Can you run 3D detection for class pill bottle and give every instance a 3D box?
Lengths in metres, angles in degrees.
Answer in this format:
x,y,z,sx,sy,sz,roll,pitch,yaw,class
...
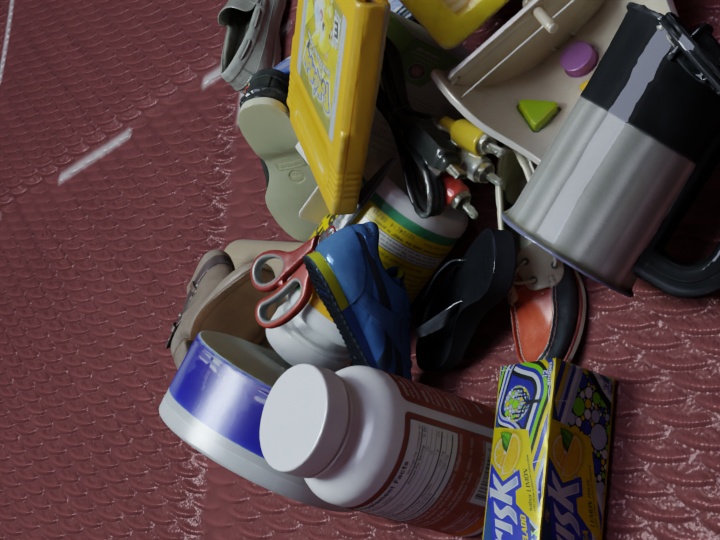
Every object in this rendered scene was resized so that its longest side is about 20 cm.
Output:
x,y,z,sx,sy,sz,roll,pitch,yaw,class
0.023,0.140,1.151,0.112,0.200,0.113,-28,52,42,pill bottle
0.000,0.000,1.326,0.200,0.113,0.113,-54,38,21,pill bottle

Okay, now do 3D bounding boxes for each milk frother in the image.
x,y,z,sx,sy,sz,roll,pitch,yaw,class
0.197,-0.082,1.018,0.180,0.200,0.188,36,101,35,milk frother

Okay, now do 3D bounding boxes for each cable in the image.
x,y,z,sx,sy,sz,roll,pitch,yaw,class
0.051,-0.122,1.249,0.200,0.050,0.097,55,134,37,cable

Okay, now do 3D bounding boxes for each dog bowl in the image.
x,y,z,sx,sy,sz,roll,pitch,yaw,class
-0.073,0.132,1.282,0.200,0.200,0.079,32,97,54,dog bowl

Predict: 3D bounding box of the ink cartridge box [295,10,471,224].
x,y,z,sx,sy,sz,roll,pitch,yaw,class
0.022,-0.131,1.358,0.200,0.117,0.067,-55,41,18,ink cartridge box

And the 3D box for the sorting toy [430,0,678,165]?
x,y,z,sx,sy,sz,roll,pitch,yaw,class
0.192,-0.149,1.170,0.200,0.107,0.180,-40,59,14,sorting toy

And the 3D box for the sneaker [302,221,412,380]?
x,y,z,sx,sy,sz,roll,pitch,yaw,class
0.023,0.051,1.250,0.078,0.201,0.066,-30,25,-14,sneaker

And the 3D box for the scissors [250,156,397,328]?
x,y,z,sx,sy,sz,roll,pitch,yaw,class
-0.028,-0.020,1.272,0.200,0.014,0.073,-35,59,30,scissors

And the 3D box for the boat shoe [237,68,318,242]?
x,y,z,sx,sy,sz,roll,pitch,yaw,class
-0.065,-0.110,1.428,0.073,0.202,0.063,-5,45,16,boat shoe

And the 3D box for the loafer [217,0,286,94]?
x,y,z,sx,sy,sz,roll,pitch,yaw,class
-0.129,-0.298,1.680,0.070,0.070,0.201,-28,52,42,loafer

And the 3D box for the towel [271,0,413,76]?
x,y,z,sx,sy,sz,roll,pitch,yaw,class
0.000,-0.244,1.430,0.200,0.024,0.147,-41,23,-27,towel

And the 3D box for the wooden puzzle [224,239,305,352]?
x,y,z,sx,sy,sz,roll,pitch,yaw,class
-0.104,0.066,1.493,0.185,0.046,0.201,4,72,53,wooden puzzle

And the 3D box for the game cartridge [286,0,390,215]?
x,y,z,sx,sy,sz,roll,pitch,yaw,class
-0.025,-0.177,1.236,0.177,0.032,0.201,-114,28,-49,game cartridge

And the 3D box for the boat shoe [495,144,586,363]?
x,y,z,sx,sy,sz,roll,pitch,yaw,class
0.142,-0.009,1.189,0.071,0.062,0.201,-20,59,45,boat shoe

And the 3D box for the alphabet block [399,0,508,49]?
x,y,z,sx,sy,sz,roll,pitch,yaw,class
0.083,-0.334,1.232,0.196,0.195,0.200,-42,12,14,alphabet block

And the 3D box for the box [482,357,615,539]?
x,y,z,sx,sy,sz,roll,pitch,yaw,class
0.140,0.173,1.092,0.064,0.070,0.201,-16,60,51,box

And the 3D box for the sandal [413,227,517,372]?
x,y,z,sx,sy,sz,roll,pitch,yaw,class
0.078,0.021,1.219,0.200,0.043,0.076,118,155,-56,sandal

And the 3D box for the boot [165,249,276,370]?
x,y,z,sx,sy,sz,roll,pitch,yaw,class
-0.140,0.029,1.440,0.200,0.070,0.146,-55,24,31,boot
